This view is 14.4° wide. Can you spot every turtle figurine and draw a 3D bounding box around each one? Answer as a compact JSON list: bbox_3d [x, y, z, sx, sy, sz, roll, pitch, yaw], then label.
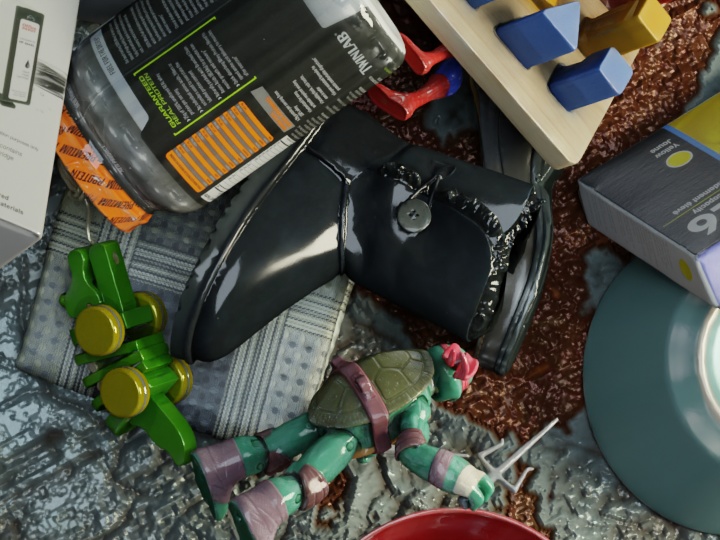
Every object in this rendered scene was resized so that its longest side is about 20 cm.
[{"bbox_3d":[0.006,0.098,1.684,0.199,0.150,0.101,-24,104,-15],"label":"turtle figurine"}]

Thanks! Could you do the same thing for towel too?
[{"bbox_3d":[-0.098,-0.003,1.761,0.191,0.035,0.201,18,81,-6],"label":"towel"}]

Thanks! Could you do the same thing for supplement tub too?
[{"bbox_3d":[-0.084,-0.117,1.665,0.199,0.123,0.123,-34,89,6],"label":"supplement tub"}]

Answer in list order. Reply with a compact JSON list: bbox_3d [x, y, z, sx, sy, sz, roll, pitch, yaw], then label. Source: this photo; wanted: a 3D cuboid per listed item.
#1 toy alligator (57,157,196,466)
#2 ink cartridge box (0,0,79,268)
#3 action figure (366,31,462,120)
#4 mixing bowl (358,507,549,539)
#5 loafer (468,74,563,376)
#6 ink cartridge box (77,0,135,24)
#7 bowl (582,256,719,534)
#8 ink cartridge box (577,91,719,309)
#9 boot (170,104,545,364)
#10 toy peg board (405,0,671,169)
[{"bbox_3d":[-0.155,0.029,1.707,0.054,0.059,0.201,-25,86,30],"label":"toy alligator"},{"bbox_3d":[-0.238,-0.092,1.645,0.084,0.146,0.201,23,55,-28],"label":"ink cartridge box"},{"bbox_3d":[0.067,-0.170,1.786,0.099,0.065,0.200,44,45,20],"label":"action figure"},{"bbox_3d":[0.046,0.247,1.710,0.199,0.108,0.201,2,81,-12],"label":"mixing bowl"},{"bbox_3d":[0.087,-0.033,1.785,0.072,0.073,0.201,11,71,0],"label":"loafer"},{"bbox_3d":[-0.180,-0.236,1.746,0.199,0.084,0.146,11,81,-10],"label":"ink cartridge box"},{"bbox_3d":[0.249,0.062,1.782,0.199,0.105,0.202,2,80,-12],"label":"bowl"},{"bbox_3d":[0.265,-0.057,1.762,0.197,0.200,0.047,-30,120,-15],"label":"ink cartridge box"},{"bbox_3d":[0.000,0.000,1.701,0.168,0.077,0.201,28,69,11],"label":"boot"},{"bbox_3d":[0.129,-0.207,1.727,0.200,0.098,0.200,46,52,-22],"label":"toy peg board"}]
